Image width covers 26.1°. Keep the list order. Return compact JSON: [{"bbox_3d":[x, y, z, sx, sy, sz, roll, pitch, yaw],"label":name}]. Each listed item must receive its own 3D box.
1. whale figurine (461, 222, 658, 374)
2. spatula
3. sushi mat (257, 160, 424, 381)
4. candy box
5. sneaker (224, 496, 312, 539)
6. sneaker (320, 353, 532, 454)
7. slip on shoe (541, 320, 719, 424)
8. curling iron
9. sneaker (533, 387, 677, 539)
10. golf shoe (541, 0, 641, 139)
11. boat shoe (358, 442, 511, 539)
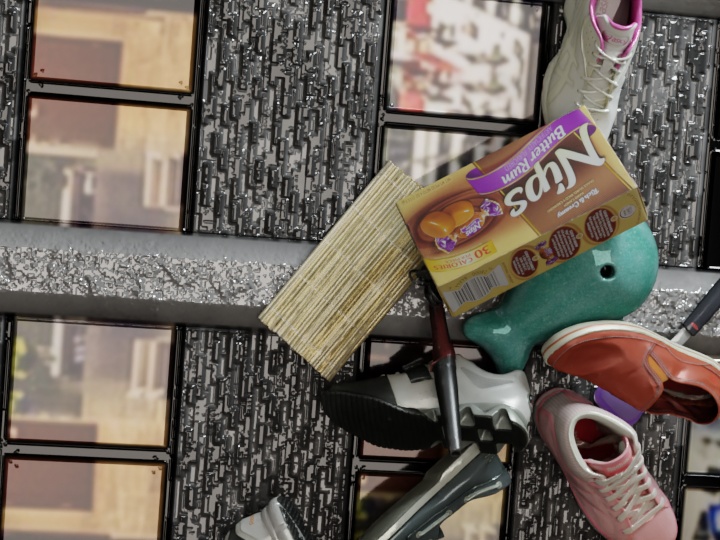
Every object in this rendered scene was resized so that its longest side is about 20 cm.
[{"bbox_3d":[0.192,0.017,1.466,0.200,0.104,0.159,-41,103,1],"label":"whale figurine"},{"bbox_3d":[0.309,0.071,1.531,0.200,0.021,0.057,-45,105,-5],"label":"spatula"},{"bbox_3d":[0.000,0.000,1.480,0.096,0.012,0.200,40,87,-9],"label":"sushi mat"},{"bbox_3d":[0.146,-0.054,1.418,0.200,0.117,0.056,-27,140,4],"label":"candy box"},{"bbox_3d":[-0.062,0.314,1.468,0.080,0.074,0.200,-26,93,8],"label":"sneaker"},{"bbox_3d":[0.065,0.119,1.474,0.199,0.074,0.089,6,49,9],"label":"sneaker"},{"bbox_3d":[0.262,0.098,1.465,0.200,0.061,0.074,18,134,-22],"label":"slip on shoe"},{"bbox_3d":[0.071,0.079,1.431,0.026,0.050,0.200,-20,58,24],"label":"curling iron"},{"bbox_3d":[0.244,0.203,1.488,0.075,0.105,0.200,-38,100,-7],"label":"sneaker"},{"bbox_3d":[0.221,-0.197,1.466,0.075,0.092,0.201,7,94,-11],"label":"golf shoe"},{"bbox_3d":[0.061,0.242,1.475,0.200,0.073,0.062,-43,95,-10],"label":"boat shoe"}]
